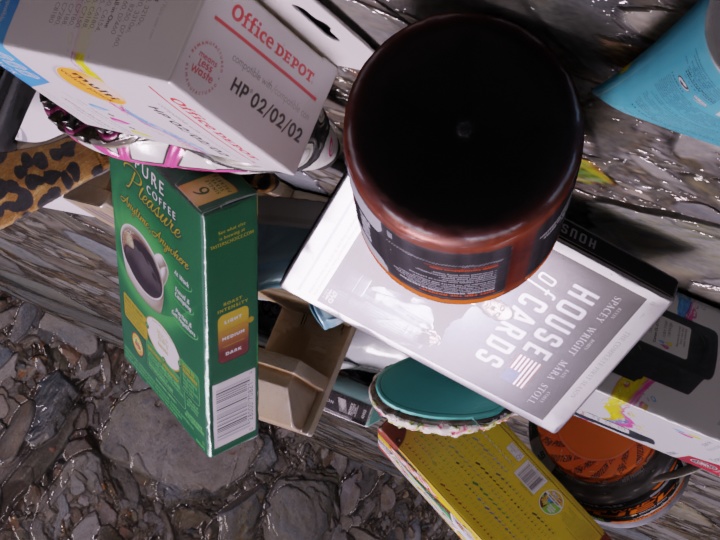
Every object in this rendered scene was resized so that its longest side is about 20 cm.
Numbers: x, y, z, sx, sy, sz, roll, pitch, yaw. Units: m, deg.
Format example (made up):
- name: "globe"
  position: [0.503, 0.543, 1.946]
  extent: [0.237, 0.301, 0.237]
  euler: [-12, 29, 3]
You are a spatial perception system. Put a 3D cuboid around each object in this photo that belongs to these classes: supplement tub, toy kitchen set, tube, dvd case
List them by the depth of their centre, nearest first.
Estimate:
- name: "tube"
  position: [0.137, -0.071, 0.686]
  extent: [0.077, 0.051, 0.200]
  euler: [26, 176, 1]
- name: "supplement tub"
  position: [0.047, -0.043, 0.854]
  extent: [0.106, 0.107, 0.200]
  euler: [21, 170, 6]
- name: "dvd case"
  position: [0.067, 0.008, 1.075]
  extent: [0.199, 0.025, 0.150]
  euler: [28, 136, -5]
- name: "toy kitchen set"
  position: [-0.085, 0.003, 1.247]
  extent: [0.199, 0.164, 0.180]
  euler: [14, 168, 39]
- name: "dvd case"
  position: [-0.057, 0.067, 1.420]
  extent: [0.199, 0.022, 0.146]
  euler: [20, -168, 17]
- name: "supplement tub"
  position: [0.203, 0.136, 1.456]
  extent: [0.122, 0.123, 0.200]
  euler: [19, 171, 19]

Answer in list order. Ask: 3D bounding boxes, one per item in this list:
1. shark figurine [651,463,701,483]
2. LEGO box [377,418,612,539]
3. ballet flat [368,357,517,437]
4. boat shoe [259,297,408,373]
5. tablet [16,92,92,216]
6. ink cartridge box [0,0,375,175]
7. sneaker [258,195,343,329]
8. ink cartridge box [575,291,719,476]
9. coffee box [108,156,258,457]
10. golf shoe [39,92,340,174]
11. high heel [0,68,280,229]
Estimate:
- name: "shark figurine"
  position: [0.293, 0.120, 1.319]
  extent: [0.127, 0.090, 0.214]
  euler: [-10, -170, -17]
- name: "LEGO box"
  position: [0.106, 0.179, 1.415]
  extent: [0.200, 0.077, 0.149]
  euler: [47, 173, 9]
- name: "ballet flat"
  position: [0.098, 0.087, 1.296]
  extent: [0.199, 0.076, 0.064]
  euler: [-12, 145, -19]
- name: "boat shoe"
  position: [-0.026, 0.048, 1.351]
  extent: [0.200, 0.071, 0.070]
  euler: [18, 130, 32]
- name: "tablet"
  position: [-0.251, -0.092, 1.351]
  extent: [0.199, 0.014, 0.130]
  euler: [10, 140, 28]
- name: "ink cartridge box"
  position: [-0.094, -0.110, 0.922]
  extent: [0.199, 0.068, 0.115]
  euler: [15, 169, 37]
- name: "sneaker"
  position: [0.000, 0.000, 1.177]
  extent: [0.199, 0.082, 0.074]
  euler: [5, 175, -1]
- name: "ink cartridge box"
  position: [0.189, 0.064, 1.199]
  extent: [0.199, 0.083, 0.146]
  euler: [22, 171, 1]
- name: "coffee box"
  position: [-0.110, 0.006, 1.137]
  extent: [0.123, 0.044, 0.201]
  euler: [43, 144, 41]
- name: "golf shoe"
  position: [-0.104, -0.088, 1.053]
  extent: [0.199, 0.073, 0.092]
  euler: [15, 169, 36]
- name: "high heel"
  position: [-0.163, -0.051, 1.180]
  extent: [0.199, 0.143, 0.071]
  euler: [24, 171, -13]
